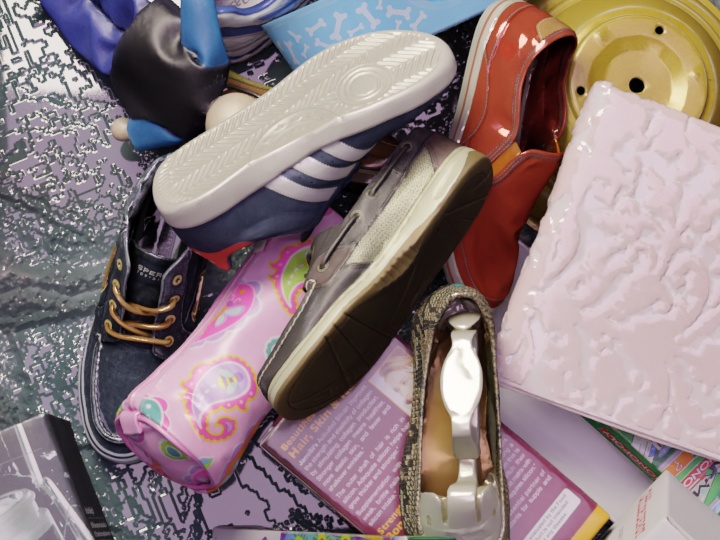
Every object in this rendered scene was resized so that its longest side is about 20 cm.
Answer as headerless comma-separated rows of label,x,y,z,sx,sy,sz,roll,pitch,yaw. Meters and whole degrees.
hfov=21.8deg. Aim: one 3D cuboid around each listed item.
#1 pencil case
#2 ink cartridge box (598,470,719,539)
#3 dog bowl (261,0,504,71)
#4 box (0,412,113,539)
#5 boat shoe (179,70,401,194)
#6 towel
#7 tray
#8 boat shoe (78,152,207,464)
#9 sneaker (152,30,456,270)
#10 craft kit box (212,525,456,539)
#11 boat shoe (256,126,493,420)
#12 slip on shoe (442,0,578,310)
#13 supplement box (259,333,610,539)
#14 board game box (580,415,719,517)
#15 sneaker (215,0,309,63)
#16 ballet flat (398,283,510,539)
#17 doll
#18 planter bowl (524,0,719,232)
pencil case,-0.069,0.042,1.176,0.087,0.087,0.200,35,68,2
ink cartridge box,0.149,0.230,1.129,0.087,0.145,0.200,44,101,3
dog bowl,0.033,-0.174,1.204,0.199,0.111,0.050,-28,99,-25
box,-0.243,0.216,1.152,0.199,0.124,0.197,-22,83,-5
boat shoe,-0.018,-0.089,1.222,0.199,0.072,0.068,11,84,-1
towel,0.198,0.006,1.173,0.190,0.032,0.201,20,91,-5
tray,0.137,0.076,1.231,0.200,0.022,0.107,40,76,3
boat shoe,-0.140,0.023,1.194,0.070,0.091,0.201,12,83,-1
sneaker,-0.025,-0.070,1.136,0.199,0.085,0.075,-28,44,3
craft kit box,-0.022,0.256,1.127,0.048,0.197,0.201,6,81,-36
boat shoe,0.000,-0.001,1.137,0.066,0.072,0.201,34,81,29
slip on shoe,0.094,-0.068,1.180,0.061,0.074,0.201,19,104,38
supplement box,0.044,0.134,1.191,0.200,0.086,0.110,40,83,2
board game box,0.252,0.059,1.222,0.135,0.029,0.200,42,77,1
sneaker,-0.035,-0.218,1.229,0.075,0.088,0.200,41,82,4
ballet flat,0.057,0.106,1.113,0.067,0.075,0.201,0,83,-4
doll,-0.133,-0.145,1.194,0.200,0.048,0.137,45,124,20
planter bowl,0.175,-0.114,1.228,0.199,0.083,0.202,0,83,-2
